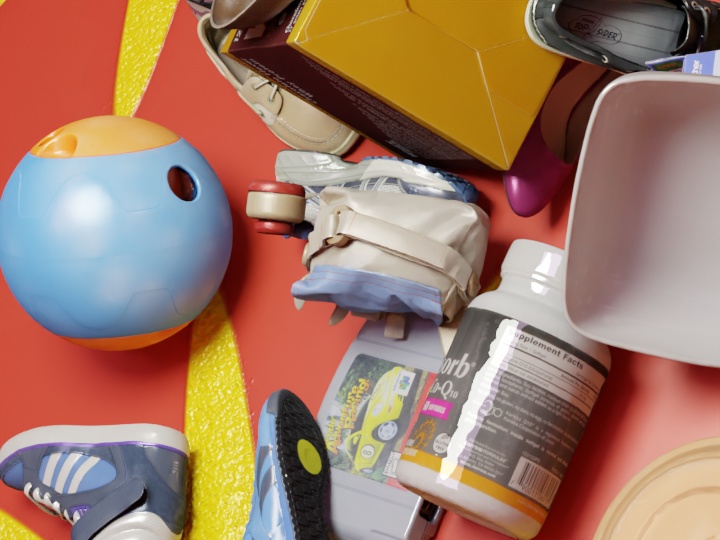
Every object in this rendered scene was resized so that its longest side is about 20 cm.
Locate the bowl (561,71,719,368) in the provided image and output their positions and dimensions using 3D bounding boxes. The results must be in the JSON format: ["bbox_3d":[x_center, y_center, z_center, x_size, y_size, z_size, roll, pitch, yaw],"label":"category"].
[{"bbox_3d":[0.246,-0.039,1.469,0.200,0.075,0.200,10,106,5],"label":"bowl"}]

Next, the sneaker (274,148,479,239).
[{"bbox_3d":[0.012,-0.048,1.738,0.200,0.077,0.085,6,86,40],"label":"sneaker"}]

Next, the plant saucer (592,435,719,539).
[{"bbox_3d":[0.240,0.207,1.446,0.200,0.032,0.201,-17,58,31],"label":"plant saucer"}]

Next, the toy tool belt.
[{"bbox_3d":[0.000,0.000,1.629,0.200,0.125,0.123,7,89,17],"label":"toy tool belt"}]

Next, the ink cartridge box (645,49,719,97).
[{"bbox_3d":[0.314,-0.122,1.500,0.200,0.119,0.042,-3,67,36],"label":"ink cartridge box"}]

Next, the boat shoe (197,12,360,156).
[{"bbox_3d":[-0.075,-0.165,1.857,0.072,0.065,0.200,-50,52,4],"label":"boat shoe"}]

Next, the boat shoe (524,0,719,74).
[{"bbox_3d":[0.224,-0.175,1.561,0.066,0.199,0.075,-176,102,-85],"label":"boat shoe"}]

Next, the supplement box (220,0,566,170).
[{"bbox_3d":[0.028,-0.183,1.656,0.133,0.197,0.200,-63,19,-6],"label":"supplement box"}]

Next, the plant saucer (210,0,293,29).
[{"bbox_3d":[-0.046,-0.261,1.606,0.200,0.032,0.200,-48,20,24],"label":"plant saucer"}]

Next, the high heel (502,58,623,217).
[{"bbox_3d":[0.176,-0.132,1.644,0.096,0.067,0.200,-3,62,48],"label":"high heel"}]

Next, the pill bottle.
[{"bbox_3d":[0.114,0.086,1.548,0.116,0.116,0.200,16,78,42],"label":"pill bottle"}]

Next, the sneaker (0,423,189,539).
[{"bbox_3d":[-0.236,0.210,1.778,0.200,0.081,0.147,-8,58,28],"label":"sneaker"}]

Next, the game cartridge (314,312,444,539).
[{"bbox_3d":[0.026,0.123,1.655,0.133,0.041,0.200,10,74,45],"label":"game cartridge"}]

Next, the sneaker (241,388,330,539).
[{"bbox_3d":[-0.066,0.187,1.626,0.078,0.066,0.200,-28,54,30],"label":"sneaker"}]

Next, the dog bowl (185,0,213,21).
[{"bbox_3d":[-0.102,-0.318,1.957,0.200,0.074,0.200,-17,58,30],"label":"dog bowl"}]

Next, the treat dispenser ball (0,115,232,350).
[{"bbox_3d":[-0.209,-0.032,1.803,0.201,0.201,0.201,-18,58,30],"label":"treat dispenser ball"}]
